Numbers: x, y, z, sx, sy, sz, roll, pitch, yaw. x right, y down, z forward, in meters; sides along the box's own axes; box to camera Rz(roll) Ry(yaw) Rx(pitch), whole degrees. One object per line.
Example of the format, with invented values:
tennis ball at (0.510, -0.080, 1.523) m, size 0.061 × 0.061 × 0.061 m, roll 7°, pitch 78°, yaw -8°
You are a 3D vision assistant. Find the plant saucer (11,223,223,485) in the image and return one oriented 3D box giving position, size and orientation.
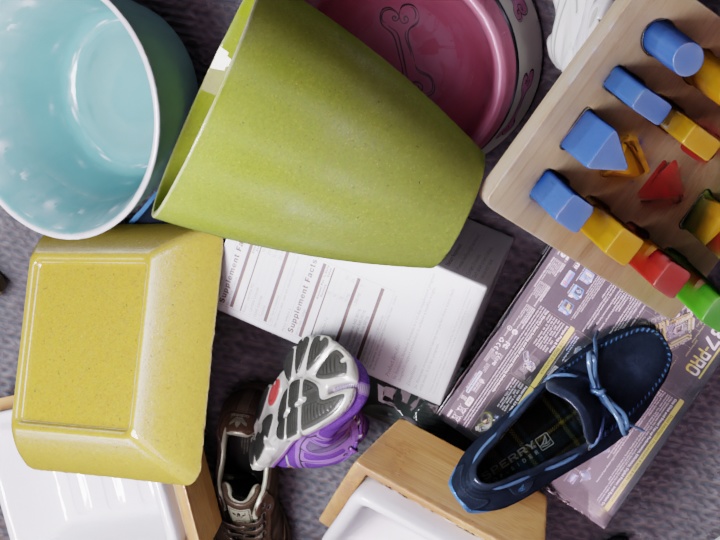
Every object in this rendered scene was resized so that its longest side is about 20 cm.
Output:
plant saucer at (-0.201, 0.059, 1.532) m, size 0.199 × 0.048 × 0.201 m, roll 0°, pitch 83°, yaw 40°

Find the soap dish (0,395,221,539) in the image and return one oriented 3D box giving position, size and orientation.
soap dish at (-0.212, 0.166, 1.633) m, size 0.199 × 0.081 × 0.158 m, roll -13°, pitch 93°, yaw 36°

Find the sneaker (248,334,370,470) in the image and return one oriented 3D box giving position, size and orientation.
sneaker at (-0.025, 0.106, 1.519) m, size 0.083 × 0.200 × 0.081 m, roll 10°, pitch 70°, yaw -14°

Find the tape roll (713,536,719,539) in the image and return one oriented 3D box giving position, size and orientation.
tape roll at (0.345, 0.300, 1.580) m, size 0.202 × 0.071 × 0.203 m, roll 5°, pitch 112°, yaw 13°

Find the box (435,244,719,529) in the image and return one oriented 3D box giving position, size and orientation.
box at (0.178, 0.072, 1.524) m, size 0.161 × 0.049 × 0.200 m, roll 33°, pitch 99°, yaw 3°

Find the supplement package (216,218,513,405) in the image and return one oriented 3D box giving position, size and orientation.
supplement package at (0.000, 0.000, 1.531) m, size 0.199 × 0.114 × 0.110 m, roll 23°, pitch 115°, yaw 6°

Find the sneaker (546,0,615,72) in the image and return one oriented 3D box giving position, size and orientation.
sneaker at (0.178, -0.229, 1.420) m, size 0.078 × 0.099 × 0.201 m, roll 16°, pitch 95°, yaw -36°

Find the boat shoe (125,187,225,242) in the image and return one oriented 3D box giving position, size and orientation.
boat shoe at (-0.129, -0.040, 1.575) m, size 0.069 × 0.084 × 0.200 m, roll 53°, pitch 129°, yaw 8°

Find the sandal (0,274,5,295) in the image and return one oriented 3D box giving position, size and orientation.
sandal at (-0.402, -0.021, 1.648) m, size 0.211 × 0.078 × 0.070 m, roll 37°, pitch 109°, yaw -7°

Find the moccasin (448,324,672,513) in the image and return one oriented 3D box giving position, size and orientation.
moccasin at (0.156, 0.112, 1.444) m, size 0.200 × 0.068 × 0.080 m, roll -41°, pitch 82°, yaw -15°

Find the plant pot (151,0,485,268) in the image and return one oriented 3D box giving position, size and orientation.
plant pot at (-0.020, -0.083, 1.405) m, size 0.199 × 0.187 × 0.187 m, roll 24°, pitch 115°, yaw -10°

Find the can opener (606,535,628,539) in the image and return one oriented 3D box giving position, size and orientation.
can opener at (0.148, 0.286, 1.631) m, size 0.200 × 0.079 × 0.063 m, roll -44°, pitch 90°, yaw 15°

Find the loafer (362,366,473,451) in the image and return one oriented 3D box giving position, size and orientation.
loafer at (0.043, 0.100, 1.596) m, size 0.199 × 0.063 × 0.072 m, roll 21°, pitch 92°, yaw 2°

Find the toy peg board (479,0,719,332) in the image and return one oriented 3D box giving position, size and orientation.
toy peg board at (0.227, -0.071, 1.384) m, size 0.199 × 0.098 × 0.200 m, roll 30°, pitch 101°, yaw -31°

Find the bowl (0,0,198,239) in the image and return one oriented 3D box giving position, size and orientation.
bowl at (-0.202, -0.133, 1.521) m, size 0.200 × 0.105 × 0.202 m, roll 9°, pitch 107°, yaw 32°

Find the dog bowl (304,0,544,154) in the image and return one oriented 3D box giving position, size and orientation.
dog bowl at (0.034, -0.160, 1.484) m, size 0.199 × 0.074 × 0.201 m, roll 5°, pitch 112°, yaw 13°

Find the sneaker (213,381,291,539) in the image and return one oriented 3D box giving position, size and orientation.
sneaker at (-0.101, 0.196, 1.653) m, size 0.070 × 0.076 × 0.201 m, roll 4°, pitch 111°, yaw 13°

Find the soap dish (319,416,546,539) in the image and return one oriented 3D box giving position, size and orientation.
soap dish at (0.057, 0.197, 1.552) m, size 0.157 × 0.081 × 0.200 m, roll 28°, pitch 159°, yaw 1°
